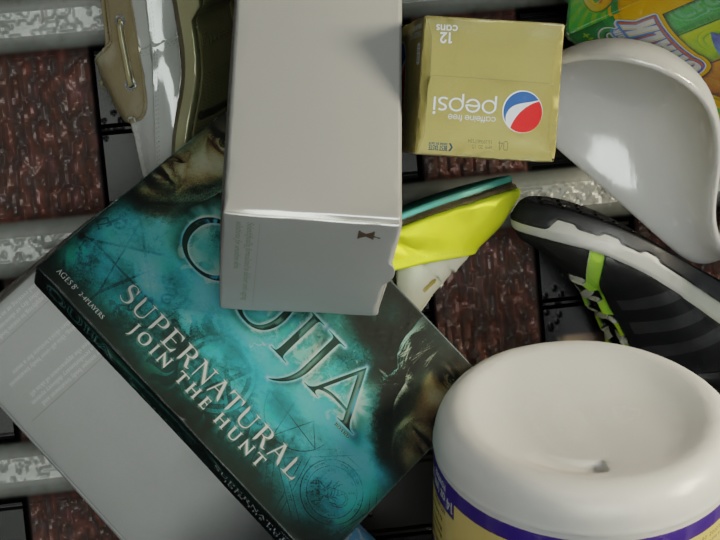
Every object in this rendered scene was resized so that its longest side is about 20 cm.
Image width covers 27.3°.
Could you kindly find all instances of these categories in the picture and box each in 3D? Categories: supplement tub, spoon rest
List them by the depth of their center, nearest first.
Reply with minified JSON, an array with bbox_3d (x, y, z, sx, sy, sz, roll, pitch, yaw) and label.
[{"bbox_3d":[0.106,0.153,0.732,0.143,0.146,0.202,-3,117,-5],"label":"supplement tub"},{"bbox_3d":[0.163,-0.057,0.783,0.199,0.099,0.061,34,60,-40],"label":"spoon rest"}]

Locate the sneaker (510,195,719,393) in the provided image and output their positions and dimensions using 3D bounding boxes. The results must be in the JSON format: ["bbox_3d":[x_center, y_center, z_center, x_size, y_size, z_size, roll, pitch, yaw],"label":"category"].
[{"bbox_3d":[0.164,0.030,0.845,0.199,0.072,0.083,28,97,-11],"label":"sneaker"}]

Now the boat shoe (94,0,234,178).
[{"bbox_3d":[-0.105,-0.112,0.813,0.068,0.075,0.203,7,104,23],"label":"boat shoe"}]

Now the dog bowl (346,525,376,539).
[{"bbox_3d":[-0.045,0.183,0.785,0.111,0.200,0.050,-41,74,16],"label":"dog bowl"}]

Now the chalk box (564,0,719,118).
[{"bbox_3d":[0.190,-0.158,0.775,0.124,0.199,0.125,28,59,-32],"label":"chalk box"}]

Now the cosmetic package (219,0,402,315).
[{"bbox_3d":[-0.023,-0.090,0.722,0.084,0.108,0.202,4,63,-5],"label":"cosmetic package"}]

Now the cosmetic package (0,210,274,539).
[{"bbox_3d":[-0.118,0.077,0.818,0.107,0.090,0.201,-39,100,-1],"label":"cosmetic package"}]

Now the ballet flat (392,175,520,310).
[{"bbox_3d":[0.000,0.000,0.824,0.198,0.067,0.068,-14,93,-14],"label":"ballet flat"}]

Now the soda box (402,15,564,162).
[{"bbox_3d":[0.049,-0.091,0.760,0.067,0.200,0.065,3,95,-6],"label":"soda box"}]

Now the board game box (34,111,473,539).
[{"bbox_3d":[-0.047,0.032,0.746,0.200,0.028,0.135,45,65,4],"label":"board game box"}]
